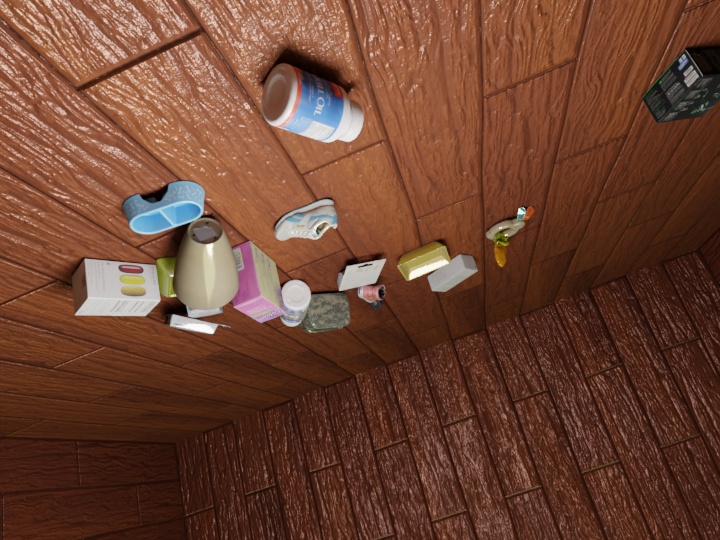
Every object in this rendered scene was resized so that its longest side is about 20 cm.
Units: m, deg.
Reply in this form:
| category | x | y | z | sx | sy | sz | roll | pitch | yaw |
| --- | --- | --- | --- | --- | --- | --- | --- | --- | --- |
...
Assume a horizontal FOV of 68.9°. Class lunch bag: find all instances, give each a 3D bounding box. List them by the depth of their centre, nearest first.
| category | x | y | z | sx | sy | sz | roll | pitch | yaw |
| --- | --- | --- | --- | --- | --- | --- | --- | --- | --- |
| lunch bag | -0.154 | 0.174 | 2.121 | 0.194 | 0.145 | 0.166 | -3 | 170 | -32 |

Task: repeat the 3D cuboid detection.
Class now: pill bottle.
| category | x | y | z | sx | sy | sz | roll | pitch | yaw |
| --- | --- | --- | --- | --- | --- | --- | --- | --- | --- |
| pill bottle | -0.088 | -0.322 | 1.040 | 0.196 | 0.116 | 0.111 | 4 | 150 | -45 |
| pill bottle | -0.249 | 0.128 | 1.954 | 0.109 | 0.117 | 0.201 | -10 | 156 | -17 |

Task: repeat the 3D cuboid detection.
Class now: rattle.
| category | x | y | z | sx | sy | sz | roll | pitch | yaw |
| --- | --- | --- | --- | --- | --- | --- | --- | --- | --- |
| rattle | 0.578 | -0.131 | 1.980 | 0.196 | 0.148 | 0.128 | -26 | 139 | 36 |

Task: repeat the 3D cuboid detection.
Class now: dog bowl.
| category | x | y | z | sx | sy | sz | roll | pitch | yaw |
| --- | --- | --- | --- | --- | --- | --- | --- | --- | --- |
| dog bowl | -0.461 | -0.144 | 1.243 | 0.193 | 0.051 | 0.112 | -19 | 158 | -1 |

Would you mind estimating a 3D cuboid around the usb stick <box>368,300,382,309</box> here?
| category | x | y | z | sx | sy | sz | roll | pitch | yaw |
| --- | --- | --- | --- | --- | --- | --- | --- | --- | --- |
| usb stick | 0.057 | 0.130 | 2.309 | 0.054 | 0.034 | 0.201 | -19 | 157 | 5 |

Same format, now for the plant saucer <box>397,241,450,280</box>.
| category | x | y | z | sx | sy | sz | roll | pitch | yaw |
| --- | --- | --- | --- | --- | --- | --- | --- | --- | --- |
| plant saucer | 0.244 | -0.043 | 2.033 | 0.194 | 0.050 | 0.200 | -23 | 158 | 9 |

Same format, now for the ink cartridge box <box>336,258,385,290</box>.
| category | x | y | z | sx | sy | sz | roll | pitch | yaw |
| --- | --- | --- | --- | --- | --- | --- | --- | --- | --- |
| ink cartridge box | 0.000 | 0.000 | 1.950 | 0.155 | 0.052 | 0.202 | -12 | 154 | -16 |

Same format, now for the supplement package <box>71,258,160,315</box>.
| category | x | y | z | sx | sy | sz | roll | pitch | yaw |
| --- | --- | --- | --- | --- | --- | --- | --- | --- | --- |
| supplement package | -0.670 | 0.050 | 1.443 | 0.108 | 0.118 | 0.196 | -32 | 155 | 36 |

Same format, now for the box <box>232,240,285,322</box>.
| category | x | y | z | sx | sy | sz | roll | pitch | yaw |
| --- | --- | --- | --- | --- | --- | --- | --- | --- | --- |
| box | -0.321 | 0.039 | 1.605 | 0.093 | 0.182 | 0.200 | -20 | 159 | 8 |

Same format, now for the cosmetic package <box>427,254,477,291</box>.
| category | x | y | z | sx | sy | sz | roll | pitch | yaw |
| --- | --- | --- | --- | --- | --- | --- | --- | --- | --- |
| cosmetic package | 0.393 | 0.013 | 2.249 | 0.099 | 0.074 | 0.198 | 5 | 149 | -43 |

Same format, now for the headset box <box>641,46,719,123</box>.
| category | x | y | z | sx | sy | sz | roll | pitch | yaw |
| --- | --- | --- | --- | --- | --- | --- | --- | --- | --- |
| headset box | 0.913 | -0.505 | 1.427 | 0.192 | 0.096 | 0.175 | -11 | 157 | -17 |

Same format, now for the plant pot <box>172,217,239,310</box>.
| category | x | y | z | sx | sy | sz | roll | pitch | yaw |
| --- | --- | --- | --- | --- | --- | --- | --- | --- | --- |
| plant pot | -0.411 | -0.033 | 1.399 | 0.180 | 0.191 | 0.203 | -8 | 143 | -22 |

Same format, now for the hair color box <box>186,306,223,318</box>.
| category | x | y | z | sx | sy | sz | roll | pitch | yaw |
| --- | --- | --- | --- | --- | --- | --- | --- | --- | --- |
| hair color box | -0.508 | 0.115 | 1.718 | 0.095 | 0.063 | 0.200 | -13 | 176 | -13 |

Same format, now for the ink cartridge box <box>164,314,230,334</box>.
| category | x | y | z | sx | sy | sz | roll | pitch | yaw |
| --- | --- | --- | --- | --- | --- | --- | --- | --- | --- |
| ink cartridge box | -0.556 | 0.187 | 1.782 | 0.194 | 0.042 | 0.198 | 15 | 170 | -24 |

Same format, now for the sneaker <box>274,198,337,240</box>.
| category | x | y | z | sx | sy | sz | roll | pitch | yaw |
| --- | --- | --- | --- | --- | --- | --- | --- | --- | --- |
| sneaker | -0.156 | -0.126 | 1.482 | 0.194 | 0.084 | 0.076 | -23 | 159 | 15 |

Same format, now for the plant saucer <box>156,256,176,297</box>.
| category | x | y | z | sx | sy | sz | roll | pitch | yaw |
| --- | --- | --- | --- | --- | --- | --- | --- | --- | --- |
| plant saucer | -0.515 | 0.023 | 1.591 | 0.193 | 0.049 | 0.201 | -7 | 155 | -26 |

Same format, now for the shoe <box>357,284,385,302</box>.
| category | x | y | z | sx | sy | sz | roll | pitch | yaw |
| --- | --- | --- | --- | --- | --- | --- | --- | --- | --- |
| shoe | 0.063 | 0.093 | 2.112 | 0.088 | 0.075 | 0.199 | 6 | 174 | 21 |
